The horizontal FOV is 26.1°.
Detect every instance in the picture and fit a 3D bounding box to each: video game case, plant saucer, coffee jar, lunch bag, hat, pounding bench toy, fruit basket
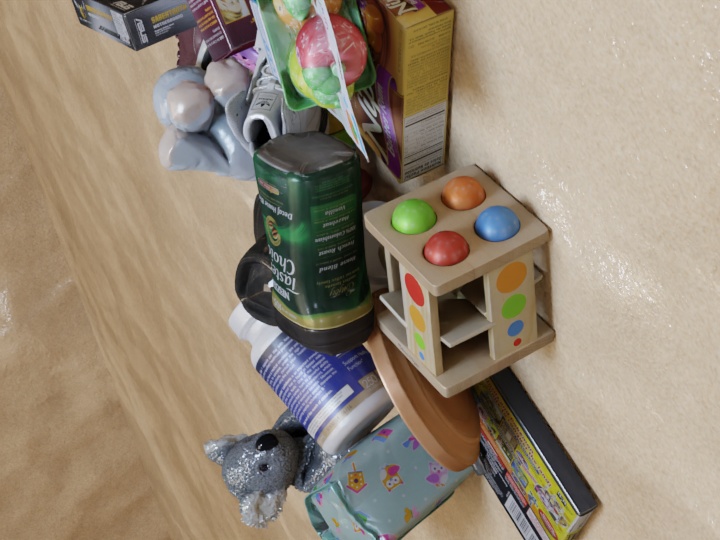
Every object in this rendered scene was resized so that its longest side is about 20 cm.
[{"bbox_3d":[0.167,0.198,1.632,0.201,0.025,0.181,58,161,22],"label":"video game case"},{"bbox_3d":[0.068,0.106,1.569,0.201,0.032,0.201,53,-162,-25],"label":"plant saucer"},{"bbox_3d":[-0.042,-0.023,1.470,0.104,0.085,0.201,31,135,50],"label":"coffee jar"},{"bbox_3d":[0.031,0.255,1.837,0.122,0.170,0.200,50,159,5],"label":"lunch bag"},{"bbox_3d":[-0.082,0.012,1.616,0.201,0.081,0.201,43,153,28],"label":"hat"},{"bbox_3d":[0.072,-0.018,1.455,0.200,0.124,0.157,46,154,43],"label":"pounding bench toy"},{"bbox_3d":[-0.041,-0.202,1.359,0.200,0.093,0.186,-104,-2,-67],"label":"fruit basket"}]

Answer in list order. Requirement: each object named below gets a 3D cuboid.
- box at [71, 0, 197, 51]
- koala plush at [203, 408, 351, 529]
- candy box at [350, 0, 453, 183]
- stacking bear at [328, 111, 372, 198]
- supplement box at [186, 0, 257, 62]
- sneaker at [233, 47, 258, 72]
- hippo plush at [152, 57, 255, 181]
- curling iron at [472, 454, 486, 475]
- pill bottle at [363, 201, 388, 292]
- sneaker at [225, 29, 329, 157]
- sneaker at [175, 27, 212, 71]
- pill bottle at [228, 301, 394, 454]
[{"bbox_3d":[-0.237,-0.325,1.833,0.200,0.158,0.049,33,145,56],"label":"box"},{"bbox_3d":[-0.106,0.261,2.167,0.178,0.199,0.184,54,159,27],"label":"koala plush"},{"bbox_3d":[0.031,-0.193,1.448,0.117,0.056,0.201,53,156,32],"label":"candy box"},{"bbox_3d":[-0.055,-0.167,1.631,0.121,0.114,0.201,11,123,16],"label":"stacking bear"},{"bbox_3d":[-0.138,-0.335,1.632,0.201,0.110,0.086,67,162,-7],"label":"supplement box"},{"bbox_3d":[-0.120,-0.253,1.724,0.201,0.088,0.080,62,160,4],"label":"sneaker"},{"bbox_3d":[-0.159,-0.193,1.847,0.160,0.199,0.161,-57,34,17],"label":"hippo plush"},{"bbox_3d":[0.091,0.129,1.687,0.201,0.025,0.050,62,-176,6],"label":"curling iron"},{"bbox_3d":[0.000,0.000,1.689,0.113,0.113,0.200,60,160,11],"label":"pill bottle"},{"bbox_3d":[-0.075,-0.192,1.505,0.075,0.115,0.201,8,111,19],"label":"sneaker"},{"bbox_3d":[-0.205,-0.280,1.962,0.116,0.075,0.200,64,152,17],"label":"sneaker"},{"bbox_3d":[-0.056,0.106,1.808,0.200,0.116,0.116,48,158,13],"label":"pill bottle"}]
